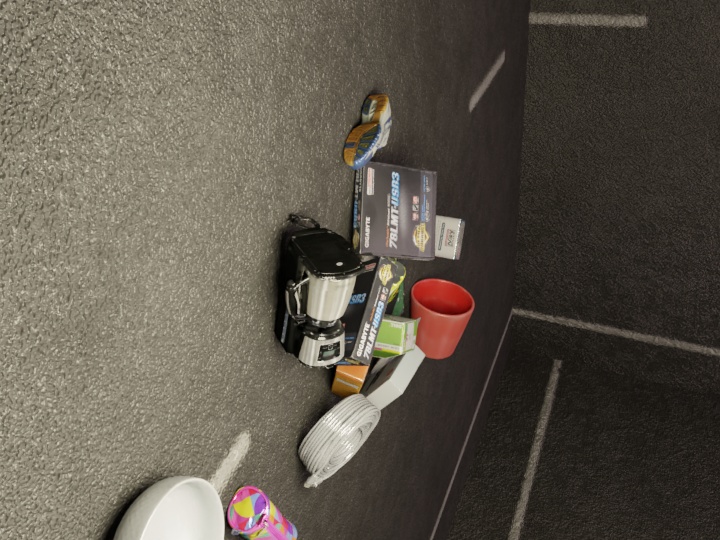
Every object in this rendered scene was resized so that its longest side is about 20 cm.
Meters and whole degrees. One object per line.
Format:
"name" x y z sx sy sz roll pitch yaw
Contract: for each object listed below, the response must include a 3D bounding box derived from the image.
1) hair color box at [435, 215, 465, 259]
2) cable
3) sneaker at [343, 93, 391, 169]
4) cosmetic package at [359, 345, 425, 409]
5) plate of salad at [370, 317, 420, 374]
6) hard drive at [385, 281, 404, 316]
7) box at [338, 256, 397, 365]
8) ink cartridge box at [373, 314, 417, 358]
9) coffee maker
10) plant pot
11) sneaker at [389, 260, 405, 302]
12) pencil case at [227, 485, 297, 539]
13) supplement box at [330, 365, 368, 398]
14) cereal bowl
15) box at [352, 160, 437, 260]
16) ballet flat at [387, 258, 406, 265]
"hair color box" 0.157 -0.092 1.615 0.060 0.195 0.103 3 98 -67
"cable" -0.044 0.357 1.386 0.198 0.069 0.203 -11 135 -55
"sneaker" 0.028 -0.281 1.373 0.203 0.074 0.089 -66 150 -29
"cosmetic package" 0.061 0.281 1.582 0.200 0.052 0.151 -46 -176 40
"plate of salad" 0.088 0.193 1.708 0.200 0.048 0.201 -45 168 -12
"hard drive" 0.077 0.051 1.694 0.140 0.037 0.205 -48 141 -53
"box" -0.018 0.086 1.278 0.049 0.199 0.203 24 72 -24
"ink cartridge box" 0.033 0.146 1.479 0.199 0.144 0.078 2 96 -68
"coffee maker" -0.079 0.040 1.151 0.194 0.131 0.204 -104 -157 -55
"plant pot" 0.234 0.153 1.949 0.201 0.196 0.181 -46 149 -53
"sneaker" 0.032 0.070 1.477 0.199 0.074 0.085 -41 157 -12
"pencil case" -0.179 0.472 1.187 0.202 0.086 0.090 71 37 -52
"supplement box" -0.023 0.226 1.401 0.201 0.067 0.068 101 9 -65
"cereal bowl" -0.277 0.387 0.891 0.199 0.081 0.206 3 90 -66
"box" 0.078 -0.130 1.429 0.194 0.049 0.206 4 87 -29
"ballet flat" 0.064 -0.083 1.550 0.073 0.071 0.204 -54 135 -46
